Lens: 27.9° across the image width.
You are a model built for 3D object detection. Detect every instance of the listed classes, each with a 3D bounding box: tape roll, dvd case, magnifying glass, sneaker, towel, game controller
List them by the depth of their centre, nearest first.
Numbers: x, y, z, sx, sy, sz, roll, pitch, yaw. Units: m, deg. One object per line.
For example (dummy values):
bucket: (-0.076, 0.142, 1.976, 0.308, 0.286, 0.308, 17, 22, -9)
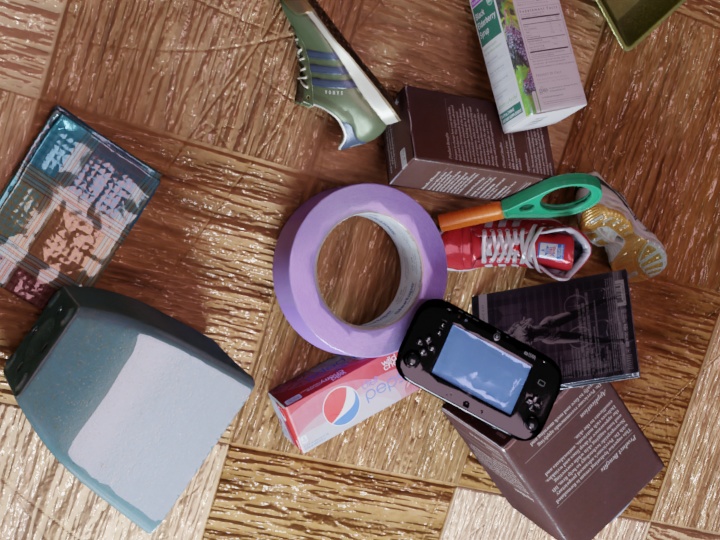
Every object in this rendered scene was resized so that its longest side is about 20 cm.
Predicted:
towel: (-0.323, -0.058, 1.578, 0.146, 0.022, 0.201, 33, 88, -28)
sneaker: (-0.046, -0.224, 1.640, 0.090, 0.067, 0.201, -36, 104, 13)
game controller: (0.139, 0.116, 1.684, 0.199, 0.042, 0.105, 28, 87, -12)
tape roll: (0.000, 0.000, 1.696, 0.198, 0.066, 0.202, 0, 91, -21)
magnifying glass: (0.191, -0.079, 1.739, 0.198, 0.023, 0.080, -14, 154, 11)
dvd case: (0.235, 0.080, 1.765, 0.198, 0.150, 0.016, -10, 144, 14)
sneaker: (0.188, -0.027, 1.777, 0.198, 0.112, 0.072, -7, 107, -23)
sneaker: (0.335, -0.059, 1.861, 0.075, 0.088, 0.200, -24, 142, 18)

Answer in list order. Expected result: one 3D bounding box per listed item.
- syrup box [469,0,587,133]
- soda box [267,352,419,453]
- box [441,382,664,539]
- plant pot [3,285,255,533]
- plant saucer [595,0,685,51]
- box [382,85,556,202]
syrup box: (0.191, -0.272, 1.695, 0.081, 0.079, 0.202, -12, 84, -23)
soda box: (-0.007, 0.139, 1.755, 0.199, 0.063, 0.070, -28, 113, -16)
box: (0.242, 0.211, 1.834, 0.166, 0.164, 0.201, -41, 117, -11)
plant pot: (-0.267, 0.124, 1.558, 0.200, 0.196, 0.196, 37, 87, -24)
plant saucer: (0.341, -0.410, 1.788, 0.200, 0.048, 0.200, -42, 117, -11)
box: (0.128, -0.145, 1.718, 0.198, 0.075, 0.101, 8, 61, -27)
